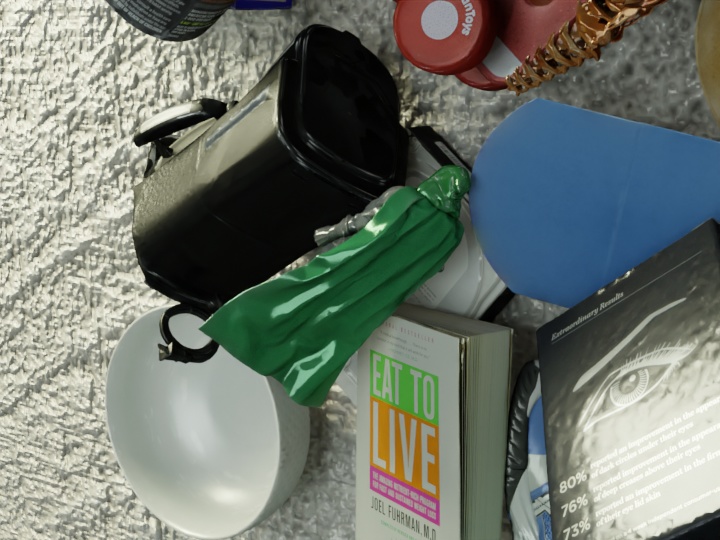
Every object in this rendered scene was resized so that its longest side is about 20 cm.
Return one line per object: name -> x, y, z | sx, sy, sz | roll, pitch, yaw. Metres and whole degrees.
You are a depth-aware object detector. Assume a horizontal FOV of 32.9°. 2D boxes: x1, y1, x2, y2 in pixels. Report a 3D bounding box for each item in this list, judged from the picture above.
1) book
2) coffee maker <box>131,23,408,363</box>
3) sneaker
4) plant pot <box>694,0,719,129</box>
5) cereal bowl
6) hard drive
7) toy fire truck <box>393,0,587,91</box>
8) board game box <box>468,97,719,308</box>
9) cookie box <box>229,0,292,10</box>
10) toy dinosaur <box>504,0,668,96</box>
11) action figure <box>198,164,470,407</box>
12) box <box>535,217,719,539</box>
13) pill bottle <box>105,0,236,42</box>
book -> 0.045, 0.129, 0.874 | 0.134, 0.048, 0.200 | 14, 107, 54
coffee maker -> -0.065, -0.053, 0.894 | 0.200, 0.135, 0.192 | -30, 68, 43
sneaker -> 0.141, 0.161, 0.863 | 0.077, 0.076, 0.200 | -4, 95, 11
plant pot -> 0.276, -0.102, 0.676 | 0.200, 0.027, 0.200 | 41, 154, 25
cereal bowl -> -0.118, 0.119, 1.025 | 0.200, 0.083, 0.200 | 8, 104, 36
hard drive -> 0.032, 0.009, 0.924 | 0.140, 0.038, 0.200 | 49, 124, 19
toy fire truck -> 0.081, -0.224, 0.805 | 0.168, 0.112, 0.200 | -44, 73, 20
board game box -> 0.172, -0.039, 0.795 | 0.200, 0.039, 0.158 | 16, 132, 15
cookie box -> -0.146, -0.303, 0.969 | 0.200, 0.075, 0.171 | 16, 107, 33
toy dinosaur -> 0.141, -0.188, 0.683 | 0.136, 0.102, 0.200 | 42, 97, 15
action figure -> 0.000, 0.000, 0.825 | 0.200, 0.118, 0.055 | -41, 38, 18
box -> 0.194, 0.095, 0.715 | 0.148, 0.104, 0.200 | -37, 33, 35
pill bottle -> -0.091, -0.249, 0.819 | 0.200, 0.106, 0.106 | -34, 79, 41
